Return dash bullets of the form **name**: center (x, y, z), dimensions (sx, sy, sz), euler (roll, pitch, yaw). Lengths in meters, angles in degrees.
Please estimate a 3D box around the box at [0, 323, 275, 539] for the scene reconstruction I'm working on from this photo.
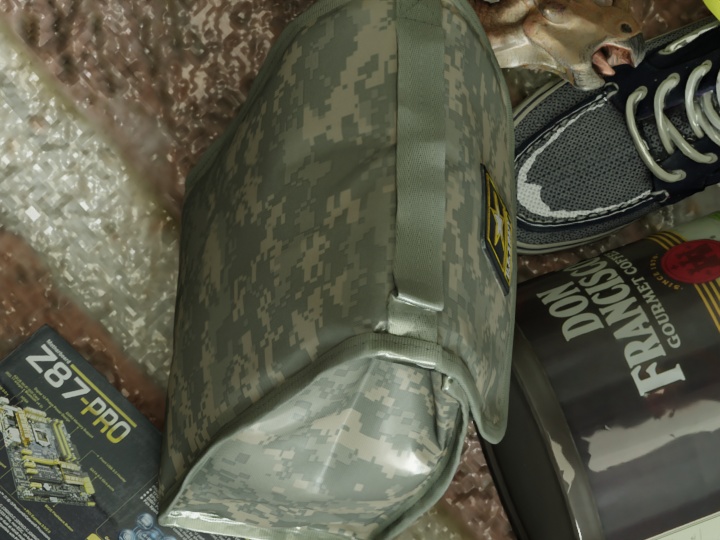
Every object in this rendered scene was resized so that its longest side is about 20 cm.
- **box**: center (-0.113, 0.140, 1.109), dimensions (0.200, 0.049, 0.161), euler (42, 57, 7)

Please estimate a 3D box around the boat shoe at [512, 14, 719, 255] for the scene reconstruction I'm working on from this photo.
- **boat shoe**: center (0.140, -0.070, 1.182), dimensions (0.199, 0.093, 0.075), euler (-30, 95, -8)

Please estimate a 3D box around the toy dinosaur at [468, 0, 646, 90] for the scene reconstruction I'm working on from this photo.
- **toy dinosaur**: center (0.014, -0.140, 1.153), dimensions (0.135, 0.086, 0.200), euler (-39, 102, -18)

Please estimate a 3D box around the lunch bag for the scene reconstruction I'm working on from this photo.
- **lunch bag**: center (0.000, 0.000, 1.080), dimensions (0.117, 0.200, 0.165), euler (11, 63, -16)

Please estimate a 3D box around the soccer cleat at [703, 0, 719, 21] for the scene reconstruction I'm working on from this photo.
- **soccer cleat**: center (0.125, -0.179, 1.172), dimensions (0.083, 0.065, 0.201), euler (-20, 67, 11)

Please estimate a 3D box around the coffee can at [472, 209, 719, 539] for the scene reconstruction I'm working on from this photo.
- **coffee can**: center (0.157, 0.048, 1.159), dimensions (0.199, 0.146, 0.147), euler (-20, 93, -9)
